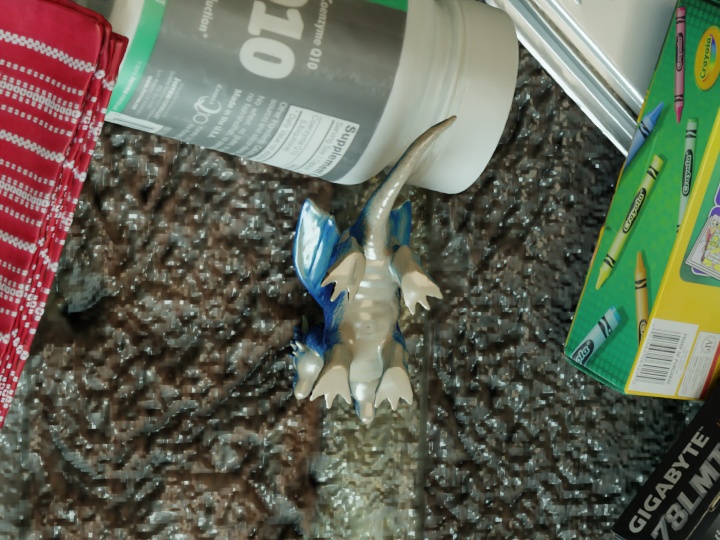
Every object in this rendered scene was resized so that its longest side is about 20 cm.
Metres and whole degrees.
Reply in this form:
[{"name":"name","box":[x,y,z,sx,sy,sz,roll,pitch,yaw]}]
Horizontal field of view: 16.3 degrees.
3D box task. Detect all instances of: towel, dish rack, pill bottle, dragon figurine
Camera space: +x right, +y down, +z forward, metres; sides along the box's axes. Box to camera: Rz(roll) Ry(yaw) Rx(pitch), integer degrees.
[{"name":"towel","box":[-0.195,-0.042,1.151,0.144,0.022,0.200,23,101,21]},{"name":"dish rack","box":[0.176,-0.167,1.302,0.200,0.044,0.172,-47,108,-8]},{"name":"pill bottle","box":[-0.034,-0.106,1.203,0.200,0.113,0.113,14,92,-20]},{"name":"dragon figurine","box":[0.000,0.000,1.213,0.059,0.099,0.200,0,120,-12]}]

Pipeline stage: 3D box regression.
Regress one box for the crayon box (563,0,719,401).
[{"name":"crayon box","box":[0.192,-0.032,1.282,0.119,0.058,0.200,8,105,-36]}]

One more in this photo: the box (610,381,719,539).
[{"name":"box","box":[0.245,0.110,1.317,0.199,0.050,0.200,-53,135,-7]}]
